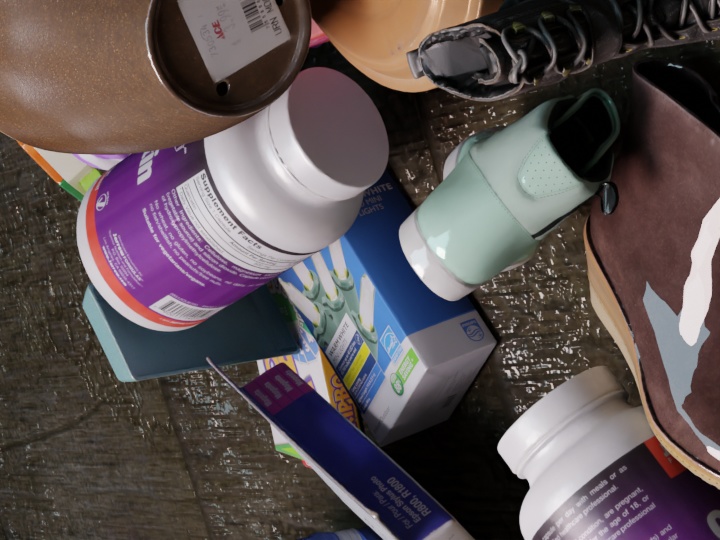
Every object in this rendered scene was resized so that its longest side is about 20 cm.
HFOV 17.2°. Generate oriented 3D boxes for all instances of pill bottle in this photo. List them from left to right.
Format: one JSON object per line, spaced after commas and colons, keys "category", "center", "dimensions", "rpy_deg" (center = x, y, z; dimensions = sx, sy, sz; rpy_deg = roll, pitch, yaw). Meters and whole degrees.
{"category": "pill bottle", "center": [-0.076, -0.047, 1.452], "dimensions": [0.200, 0.112, 0.113], "rpy_deg": [-30, 81, 42]}
{"category": "pill bottle", "center": [0.163, 0.152, 1.280], "dimensions": [0.200, 0.112, 0.113], "rpy_deg": [53, 148, 17]}

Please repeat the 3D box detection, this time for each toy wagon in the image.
{"category": "toy wagon", "center": [-0.224, -0.098, 1.788], "dimensions": [0.200, 0.040, 0.155], "rpy_deg": [51, -175, 30]}

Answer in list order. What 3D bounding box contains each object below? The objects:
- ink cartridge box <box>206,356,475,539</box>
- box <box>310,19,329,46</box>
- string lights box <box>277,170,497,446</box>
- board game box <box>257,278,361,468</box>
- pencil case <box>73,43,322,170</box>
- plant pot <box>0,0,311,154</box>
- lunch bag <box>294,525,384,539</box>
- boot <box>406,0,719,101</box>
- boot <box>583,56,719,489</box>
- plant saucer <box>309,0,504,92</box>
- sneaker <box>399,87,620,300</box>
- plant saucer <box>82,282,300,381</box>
{"category": "ink cartridge box", "center": [0.011, 0.139, 1.523], "dimensions": [0.196, 0.043, 0.200], "rpy_deg": [40, 172, 43]}
{"category": "box", "center": [0.010, -0.194, 1.352], "dimensions": [0.200, 0.102, 0.095], "rpy_deg": [-16, 94, 60]}
{"category": "string lights box", "center": [0.000, 0.000, 1.534], "dimensions": [0.200, 0.059, 0.103], "rpy_deg": [57, 148, 21]}
{"category": "board game box", "center": [-0.043, 0.056, 1.681], "dimensions": [0.095, 0.030, 0.200], "rpy_deg": [13, 121, 56]}
{"category": "pencil case", "center": [-0.114, -0.129, 1.502], "dimensions": [0.085, 0.084, 0.200], "rpy_deg": [41, 137, -19]}
{"category": "plant pot", "center": [-0.111, -0.142, 1.282], "dimensions": [0.200, 0.187, 0.187], "rpy_deg": [21, 125, 59]}
{"category": "lunch bag", "center": [-0.007, 0.284, 1.646], "dimensions": [0.136, 0.132, 0.200], "rpy_deg": [-122, 24, -66]}
{"category": "boot", "center": [0.134, -0.117, 1.112], "dimensions": [0.200, 0.174, 0.069], "rpy_deg": [-3, 105, 60]}
{"category": "boot", "center": [0.181, 0.008, 1.214], "dimensions": [0.200, 0.072, 0.167], "rpy_deg": [51, 149, 36]}
{"category": "plant saucer", "center": [0.003, -0.188, 1.231], "dimensions": [0.200, 0.032, 0.201], "rpy_deg": [39, 139, 43]}
{"category": "sneaker", "center": [0.101, -0.054, 1.274], "dimensions": [0.118, 0.200, 0.074], "rpy_deg": [-36, 95, 23]}
{"category": "plant saucer", "center": [-0.111, 0.036, 1.574], "dimensions": [0.019, 0.200, 0.070], "rpy_deg": [-34, 77, 28]}
